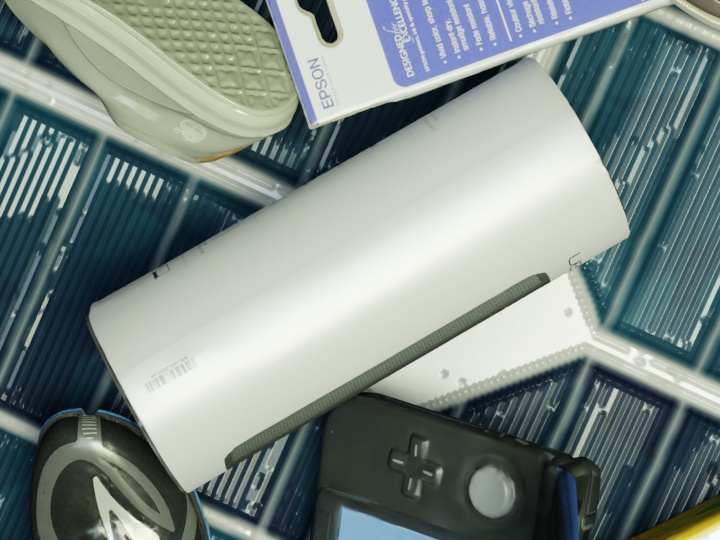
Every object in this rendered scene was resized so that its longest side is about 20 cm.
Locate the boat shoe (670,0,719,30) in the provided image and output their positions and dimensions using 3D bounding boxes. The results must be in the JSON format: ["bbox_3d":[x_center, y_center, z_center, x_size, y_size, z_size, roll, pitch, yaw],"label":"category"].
[{"bbox_3d":[0.105,-0.179,0.894,0.071,0.060,0.201,-28,91,-2],"label":"boat shoe"}]

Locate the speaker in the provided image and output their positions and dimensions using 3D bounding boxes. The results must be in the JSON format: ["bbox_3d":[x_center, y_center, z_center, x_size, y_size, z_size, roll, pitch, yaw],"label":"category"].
[{"bbox_3d":[0.000,0.000,0.923,0.199,0.081,0.082,-30,90,-3],"label":"speaker"}]

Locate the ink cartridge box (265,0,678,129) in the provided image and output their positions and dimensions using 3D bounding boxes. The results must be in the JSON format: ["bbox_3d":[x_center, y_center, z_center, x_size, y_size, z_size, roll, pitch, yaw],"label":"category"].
[{"bbox_3d":[0.058,-0.131,0.939,0.199,0.037,0.095,-20,92,-3],"label":"ink cartridge box"}]

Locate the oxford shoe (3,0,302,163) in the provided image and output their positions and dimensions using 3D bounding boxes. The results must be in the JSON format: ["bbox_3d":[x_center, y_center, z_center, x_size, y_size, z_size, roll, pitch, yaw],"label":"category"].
[{"bbox_3d":[-0.111,-0.111,0.947,0.200,0.075,0.058,40,139,3],"label":"oxford shoe"}]

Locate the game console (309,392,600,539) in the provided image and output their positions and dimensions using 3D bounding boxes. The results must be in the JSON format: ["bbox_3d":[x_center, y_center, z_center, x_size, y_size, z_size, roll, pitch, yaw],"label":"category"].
[{"bbox_3d":[0.019,0.164,0.877,0.170,0.118,0.202,15,104,33],"label":"game console"}]

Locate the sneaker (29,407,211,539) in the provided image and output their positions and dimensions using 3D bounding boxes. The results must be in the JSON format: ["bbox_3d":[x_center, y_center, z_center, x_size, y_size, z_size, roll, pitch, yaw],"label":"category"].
[{"bbox_3d":[-0.094,0.153,0.944,0.070,0.083,0.202,-3,90,4],"label":"sneaker"}]

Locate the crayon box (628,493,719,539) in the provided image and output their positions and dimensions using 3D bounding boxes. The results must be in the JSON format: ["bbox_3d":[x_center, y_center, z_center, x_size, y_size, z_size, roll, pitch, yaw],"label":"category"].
[{"bbox_3d":[0.163,0.148,0.944,0.199,0.052,0.126,-26,90,3],"label":"crayon box"}]
